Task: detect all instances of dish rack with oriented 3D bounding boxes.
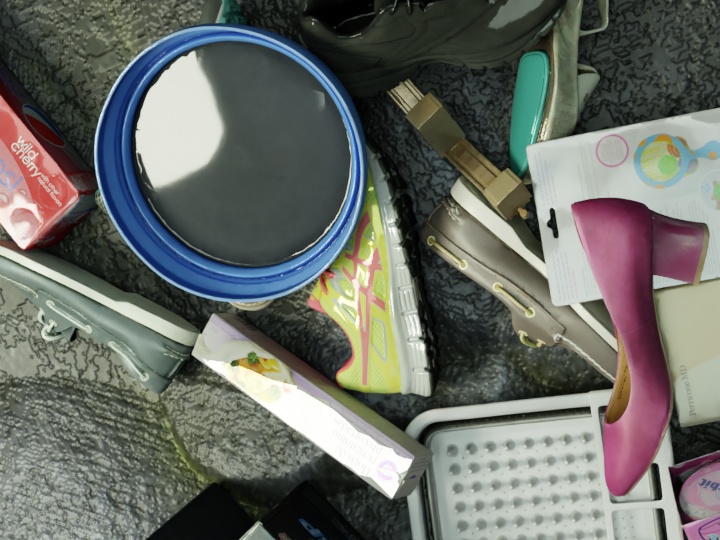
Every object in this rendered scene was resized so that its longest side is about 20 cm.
[{"bbox_3d":[0.137,0.177,1.181,0.198,0.044,0.173,-7,94,12],"label":"dish rack"}]

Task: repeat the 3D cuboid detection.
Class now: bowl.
[{"bbox_3d":[-0.090,-0.078,1.130,0.199,0.039,0.202,4,109,12],"label":"bowl"}]

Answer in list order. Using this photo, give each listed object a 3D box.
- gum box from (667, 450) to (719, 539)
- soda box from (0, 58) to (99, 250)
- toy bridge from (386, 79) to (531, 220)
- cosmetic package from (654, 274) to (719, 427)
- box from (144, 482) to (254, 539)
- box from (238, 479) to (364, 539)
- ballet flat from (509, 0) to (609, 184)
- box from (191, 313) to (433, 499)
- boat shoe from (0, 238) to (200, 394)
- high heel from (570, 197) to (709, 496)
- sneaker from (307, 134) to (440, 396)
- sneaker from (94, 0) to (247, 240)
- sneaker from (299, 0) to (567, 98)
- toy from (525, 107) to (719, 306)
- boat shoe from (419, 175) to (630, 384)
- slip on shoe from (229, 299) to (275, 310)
[{"bbox_3d":[0.329,0.166,1.105,0.199,0.066,0.114,-20,120,12],"label":"gum box"},{"bbox_3d":[-0.289,-0.113,1.235,0.070,0.063,0.200,-41,85,11],"label":"soda box"},{"bbox_3d":[0.057,-0.105,1.156,0.027,0.067,0.200,-43,65,3],"label":"toy bridge"},{"bbox_3d":[0.312,0.039,1.119,0.198,0.071,0.106,-14,91,12],"label":"cosmetic package"},{"bbox_3d":[-0.160,0.282,1.170,0.124,0.200,0.197,45,102,3],"label":"box"},{"bbox_3d":[-0.002,0.252,1.156,0.200,0.159,0.046,46,100,6],"label":"box"},{"bbox_3d":[0.148,-0.161,1.144,0.062,0.067,0.202,3,97,-13],"label":"ballet flat"},{"bbox_3d":[-0.038,0.099,1.189,0.199,0.041,0.039,33,102,20],"label":"box"},{"bbox_3d":[-0.224,0.032,1.229,0.199,0.073,0.062,25,95,4],"label":"boat shoe"},{"bbox_3d":[0.167,0.052,1.071,0.095,0.067,0.202,10,106,-7],"label":"high heel"},{"bbox_3d":[0.000,0.000,1.177,0.090,0.078,0.202,-9,93,12],"label":"sneaker"},{"bbox_3d":[-0.147,-0.117,1.202,0.091,0.078,0.202,20,97,13],"label":"sneaker"},{"bbox_3d":[0.050,-0.182,1.094,0.199,0.091,0.076,-19,59,13],"label":"sneaker"},{"bbox_3d":[0.225,-0.048,1.112,0.198,0.047,0.116,-11,84,13],"label":"toy"},{"bbox_3d":[0.129,0.018,1.157,0.200,0.072,0.060,43,107,9],"label":"boat shoe"},{"bbox_3d":[-0.067,-0.066,1.194,0.076,0.061,0.201,22,98,9],"label":"slip on shoe"}]
